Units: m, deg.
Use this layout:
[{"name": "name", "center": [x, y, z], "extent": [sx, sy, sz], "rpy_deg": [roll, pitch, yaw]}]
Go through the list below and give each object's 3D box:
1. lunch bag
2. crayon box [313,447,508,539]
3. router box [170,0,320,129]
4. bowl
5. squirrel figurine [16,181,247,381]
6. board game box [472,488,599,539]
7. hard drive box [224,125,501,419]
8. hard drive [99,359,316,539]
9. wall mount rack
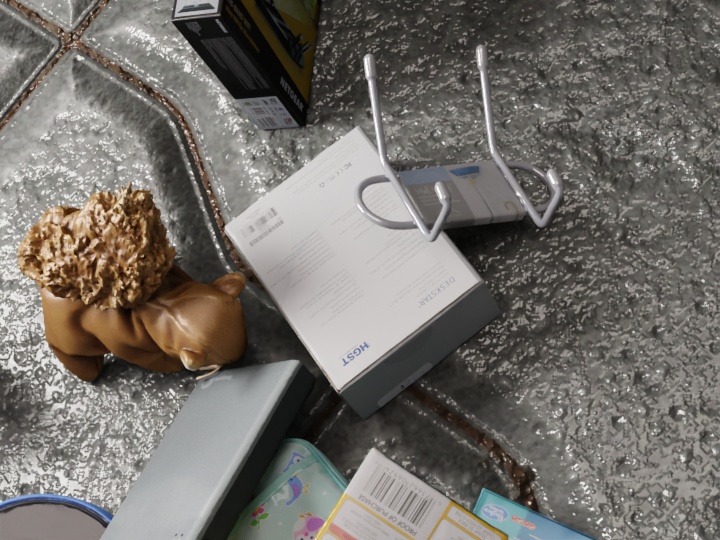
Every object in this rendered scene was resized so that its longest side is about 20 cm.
[{"name": "lunch bag", "center": [-0.077, 0.246, 1.237], "extent": [0.200, 0.077, 0.160], "rpy_deg": [-41, 62, -4]}, {"name": "crayon box", "center": [0.007, 0.255, 1.148], "extent": [0.125, 0.052, 0.201], "rpy_deg": [32, 78, 7]}, {"name": "router box", "center": [-0.100, -0.247, 1.394], "extent": [0.052, 0.200, 0.159], "rpy_deg": [-3, 66, 20]}, {"name": "bowl", "center": [-0.273, 0.284, 1.278], "extent": [0.198, 0.039, 0.202], "rpy_deg": [-1, 63, 1]}, {"name": "squirrel figurine", "center": [-0.191, 0.021, 1.304], "extent": [0.186, 0.200, 0.142], "rpy_deg": [19, 66, 37]}, {"name": "board game box", "center": [0.122, 0.293, 1.170], "extent": [0.150, 0.047, 0.201], "rpy_deg": [21, 75, 25]}, {"name": "hard drive box", "center": [0.000, 0.000, 1.323], "extent": [0.155, 0.077, 0.200], "rpy_deg": [-36, 61, 0]}, {"name": "hard drive", "center": [-0.130, 0.165, 1.252], "extent": [0.139, 0.033, 0.201], "rpy_deg": [-12, 38, 47]}, {"name": "wall mount rack", "center": [0.082, -0.106, 1.294], "extent": [0.198, 0.075, 0.174], "rpy_deg": [-8, 51, -28]}]
